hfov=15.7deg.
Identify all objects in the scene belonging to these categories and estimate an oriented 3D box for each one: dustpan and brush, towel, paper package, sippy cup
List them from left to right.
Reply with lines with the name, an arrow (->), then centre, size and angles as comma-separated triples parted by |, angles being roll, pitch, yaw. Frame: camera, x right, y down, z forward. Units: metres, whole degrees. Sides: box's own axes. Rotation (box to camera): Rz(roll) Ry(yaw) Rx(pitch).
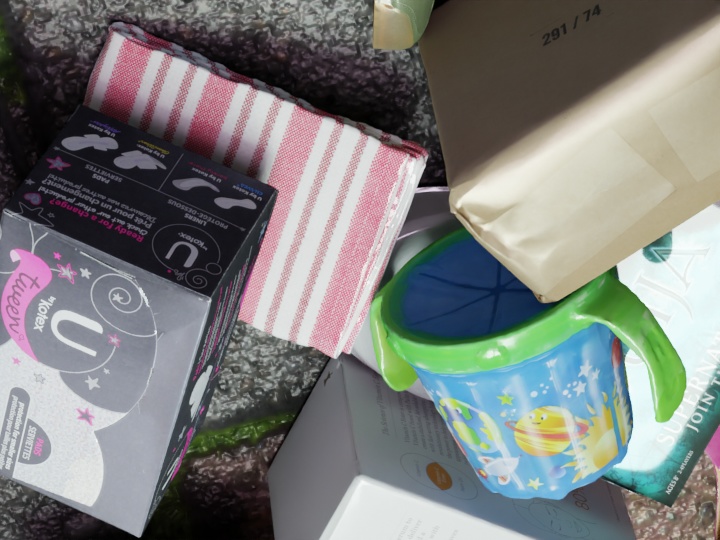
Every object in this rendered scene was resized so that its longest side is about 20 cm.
towel -> -0.074, -0.046, 1.520 | 0.200, 0.030, 0.146 | 23, 117, 4
dustpan and brush -> 0.000, 0.000, 1.571 | 0.200, 0.057, 0.140 | 12, 112, -20
sippy cup -> 0.095, 0.055, 1.487 | 0.140, 0.178, 0.130 | -26, 118, -7
paper package -> 0.142, -0.112, 1.429 | 0.200, 0.191, 0.103 | -33, 123, 16

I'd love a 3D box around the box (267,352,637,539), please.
box -> 0.057, 0.157, 1.604 | 0.200, 0.152, 0.106 | 21, 115, -16

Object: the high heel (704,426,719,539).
high heel -> 0.221, 0.133, 1.650 | 0.096, 0.067, 0.200 | -4, 117, -14

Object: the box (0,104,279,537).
box -> -0.146, 0.031, 1.493 | 0.132, 0.115, 0.200 | 23, 130, 4

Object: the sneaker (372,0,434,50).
sneaker -> 0.055, -0.212, 1.431 | 0.090, 0.067, 0.200 | 4, 117, -1

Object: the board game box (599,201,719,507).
board game box -> 0.171, 0.031, 1.553 | 0.135, 0.028, 0.200 | 24, 112, -6
